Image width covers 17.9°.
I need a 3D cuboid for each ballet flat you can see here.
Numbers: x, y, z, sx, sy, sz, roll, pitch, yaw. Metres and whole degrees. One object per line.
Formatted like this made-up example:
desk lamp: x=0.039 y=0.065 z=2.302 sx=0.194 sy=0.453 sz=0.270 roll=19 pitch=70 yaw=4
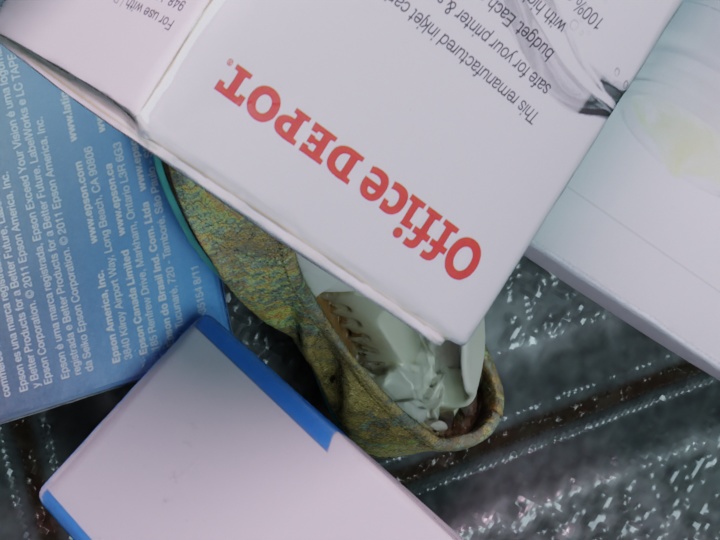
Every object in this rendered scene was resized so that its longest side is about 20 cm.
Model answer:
ballet flat: x=0.000 y=0.000 z=0.745 sx=0.071 sy=0.071 sz=0.200 roll=-40 pitch=141 yaw=-7

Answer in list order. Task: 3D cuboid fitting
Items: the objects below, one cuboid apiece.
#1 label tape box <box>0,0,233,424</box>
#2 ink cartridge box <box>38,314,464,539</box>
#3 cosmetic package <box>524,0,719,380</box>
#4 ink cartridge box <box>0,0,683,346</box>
label tape box: x=-0.150 y=-0.020 z=0.705 sx=0.199 sy=0.063 sz=0.145 roll=-16 pitch=114 yaw=-19
ink cartridge box: x=0.009 y=0.122 z=0.748 sx=0.084 sy=0.146 sz=0.200 roll=-48 pitch=141 yaw=-3
cosmetic package: x=0.123 y=-0.080 z=0.779 sx=0.199 sy=0.123 sz=0.201 roll=31 pitch=94 yaw=-29
ink cartridge box: x=0.016 y=-0.101 z=0.619 sx=0.146 sy=0.083 sz=0.201 roll=35 pitch=87 yaw=-43
